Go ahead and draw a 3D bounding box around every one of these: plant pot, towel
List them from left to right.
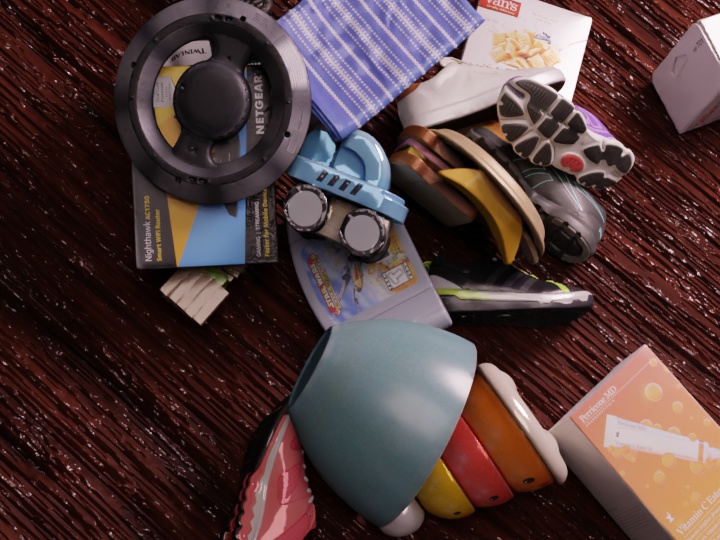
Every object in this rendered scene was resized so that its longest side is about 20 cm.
[{"bbox_3d":[0.006,0.128,1.138,0.133,0.200,0.202,29,69,-7],"label":"plant pot"},{"bbox_3d":[0.007,-0.243,1.175,0.199,0.024,0.145,-40,79,-6],"label":"towel"}]

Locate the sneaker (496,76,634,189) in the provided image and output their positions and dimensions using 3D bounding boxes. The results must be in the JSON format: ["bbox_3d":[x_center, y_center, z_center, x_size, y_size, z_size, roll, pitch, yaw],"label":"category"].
[{"bbox_3d":[0.219,-0.159,1.298,0.199,0.081,0.084,29,27,-36],"label":"sneaker"}]

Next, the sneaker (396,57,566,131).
[{"bbox_3d":[0.134,-0.214,1.314,0.197,0.073,0.086,-16,76,-10],"label":"sneaker"}]

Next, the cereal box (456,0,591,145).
[{"bbox_3d":[0.187,-0.234,1.389,0.141,0.040,0.203,17,70,-1],"label":"cereal box"}]

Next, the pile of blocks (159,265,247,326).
[{"bbox_3d":[-0.155,-0.036,1.259,0.081,0.062,0.203,17,77,-5],"label":"pile of blocks"}]

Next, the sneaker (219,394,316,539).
[{"bbox_3d":[-0.080,0.227,1.181,0.086,0.074,0.203,23,70,-17],"label":"sneaker"}]

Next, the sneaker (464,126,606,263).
[{"bbox_3d":[0.200,-0.096,1.335,0.200,0.075,0.079,43,57,0],"label":"sneaker"}]

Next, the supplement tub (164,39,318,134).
[{"bbox_3d":[-0.135,-0.201,1.285,0.196,0.123,0.125,-7,71,-12],"label":"supplement tub"}]

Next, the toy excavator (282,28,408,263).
[{"bbox_3d":[-0.025,-0.131,1.204,0.192,0.100,0.203,22,88,7],"label":"toy excavator"}]

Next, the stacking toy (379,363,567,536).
[{"bbox_3d":[0.100,0.206,1.195,0.199,0.146,0.147,-36,78,1],"label":"stacking toy"}]

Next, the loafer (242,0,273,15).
[{"bbox_3d":[-0.172,-0.327,1.351,0.072,0.072,0.201,-26,57,-21],"label":"loafer"}]

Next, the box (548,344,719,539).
[{"bbox_3d":[0.311,0.203,1.222,0.124,0.098,0.200,-38,80,-19],"label":"box"}]

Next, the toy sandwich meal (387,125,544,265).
[{"bbox_3d":[0.112,-0.074,1.246,0.070,0.205,0.205,-44,81,-7],"label":"toy sandwich meal"}]

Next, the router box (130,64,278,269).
[{"bbox_3d":[-0.161,-0.106,1.194,0.146,0.051,0.204,-3,92,-9],"label":"router box"}]

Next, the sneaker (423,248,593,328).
[{"bbox_3d":[0.162,0.013,1.281,0.196,0.072,0.084,2,69,-8],"label":"sneaker"}]

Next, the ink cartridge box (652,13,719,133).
[{"bbox_3d":[0.471,-0.256,1.383,0.197,0.147,0.087,-22,76,-15],"label":"ink cartridge box"}]

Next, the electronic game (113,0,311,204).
[{"bbox_3d":[-0.146,-0.167,1.146,0.196,0.042,0.204,0,94,1],"label":"electronic game"}]

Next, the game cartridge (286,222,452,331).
[{"bbox_3d":[0.000,0.000,1.258,0.132,0.042,0.202,-26,71,0],"label":"game cartridge"}]
